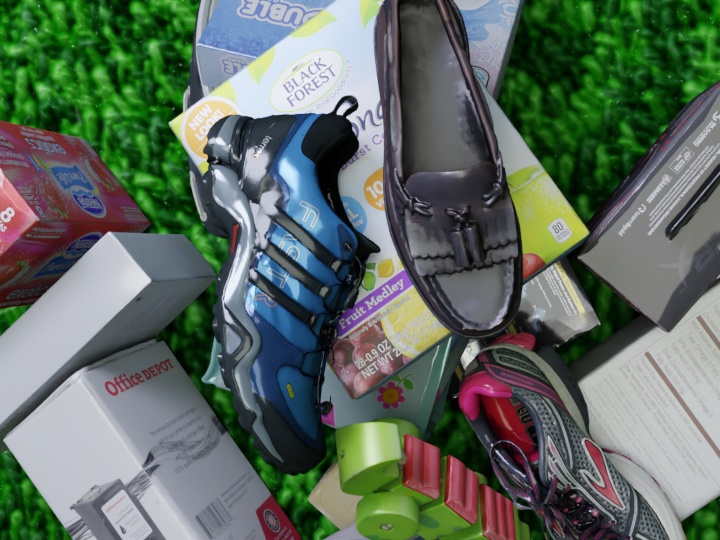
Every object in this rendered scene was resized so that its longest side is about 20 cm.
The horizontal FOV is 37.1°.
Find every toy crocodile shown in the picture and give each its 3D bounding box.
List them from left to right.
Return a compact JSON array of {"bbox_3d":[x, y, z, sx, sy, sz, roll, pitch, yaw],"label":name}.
[{"bbox_3d":[0.052,0.143,0.664,0.062,0.068,0.200,-26,132,31],"label":"toy crocodile"}]

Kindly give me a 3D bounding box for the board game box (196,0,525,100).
[{"bbox_3d":[0.013,-0.192,0.754,0.199,0.043,0.200,14,58,8],"label":"board game box"}]

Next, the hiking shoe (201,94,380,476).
[{"bbox_3d":[-0.031,0.009,0.578,0.086,0.074,0.201,-8,88,11],"label":"hiking shoe"}]

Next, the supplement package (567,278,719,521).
[{"bbox_3d":[0.238,0.078,0.749,0.200,0.117,0.118,-36,85,8],"label":"supplement package"}]

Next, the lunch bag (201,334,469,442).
[{"bbox_3d":[0.000,0.000,0.735,0.169,0.122,0.201,18,103,11],"label":"lunch bag"}]

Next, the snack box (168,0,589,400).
[{"bbox_3d":[0.011,-0.052,0.646,0.168,0.068,0.200,-36,82,4],"label":"snack box"}]

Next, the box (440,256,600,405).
[{"bbox_3d":[0.064,-0.013,0.807,0.161,0.049,0.201,-29,88,11],"label":"box"}]

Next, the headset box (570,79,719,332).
[{"bbox_3d":[0.213,-0.044,0.706,0.075,0.200,0.149,40,98,5],"label":"headset box"}]

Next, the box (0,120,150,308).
[{"bbox_3d":[-0.247,-0.038,0.777,0.100,0.200,0.096,-40,85,8],"label":"box"}]

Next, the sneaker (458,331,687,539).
[{"bbox_3d":[0.128,0.138,0.678,0.081,0.075,0.200,-40,84,31],"label":"sneaker"}]

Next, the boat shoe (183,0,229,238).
[{"bbox_3d":[-0.105,-0.125,0.818,0.060,0.075,0.201,-17,72,47],"label":"boat shoe"}]

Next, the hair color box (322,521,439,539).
[{"bbox_3d":[-0.034,0.225,0.685,0.100,0.199,0.061,-18,90,49],"label":"hair color box"}]

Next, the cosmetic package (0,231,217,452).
[{"bbox_3d":[-0.212,0.055,0.801,0.200,0.151,0.052,-42,86,8],"label":"cosmetic package"}]

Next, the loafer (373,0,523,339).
[{"bbox_3d":[0.042,-0.062,0.576,0.071,0.063,0.201,-12,85,4],"label":"loafer"}]

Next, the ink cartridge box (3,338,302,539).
[{"bbox_3d":[-0.147,0.163,0.798,0.083,0.145,0.200,-37,87,14],"label":"ink cartridge box"}]

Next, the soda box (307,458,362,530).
[{"bbox_3d":[0.059,0.207,0.810,0.200,0.064,0.068,41,98,4],"label":"soda box"}]
